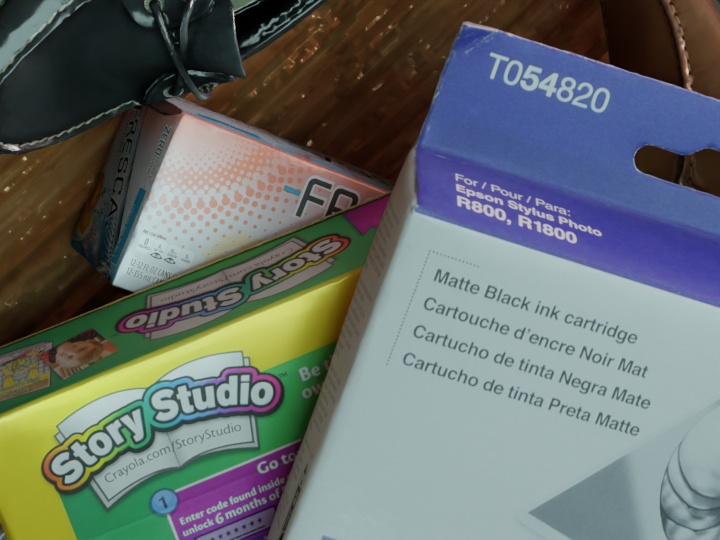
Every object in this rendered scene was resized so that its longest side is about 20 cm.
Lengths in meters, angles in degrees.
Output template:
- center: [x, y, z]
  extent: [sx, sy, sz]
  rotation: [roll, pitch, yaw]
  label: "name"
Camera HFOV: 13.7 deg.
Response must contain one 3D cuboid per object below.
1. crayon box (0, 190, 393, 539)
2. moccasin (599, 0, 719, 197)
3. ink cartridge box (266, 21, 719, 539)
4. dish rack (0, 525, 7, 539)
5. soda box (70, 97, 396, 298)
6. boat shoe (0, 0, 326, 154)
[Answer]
- center: [-0.021, 0.080, 1.046]
  extent: [0.200, 0.058, 0.173]
  rotation: [-22, 113, -7]
  label: "crayon box"
- center: [0.101, -0.015, 1.058]
  extent: [0.078, 0.074, 0.202]
  rotation: [-2, 89, -17]
  label: "moccasin"
- center: [0.091, 0.041, 0.990]
  extent: [0.199, 0.041, 0.200]
  rotation: [16, 107, -12]
  label: "ink cartridge box"
- center: [-0.079, 0.140, 1.110]
  extent: [0.200, 0.044, 0.172]
  rotation: [-47, 114, -3]
  label: "dish rack"
- center: [0.000, 0.000, 1.092]
  extent: [0.200, 0.064, 0.069]
  rotation: [20, 95, -22]
  label: "soda box"
- center: [-0.053, -0.095, 1.028]
  extent: [0.199, 0.066, 0.075]
  rotation: [-34, 143, -23]
  label: "boat shoe"
